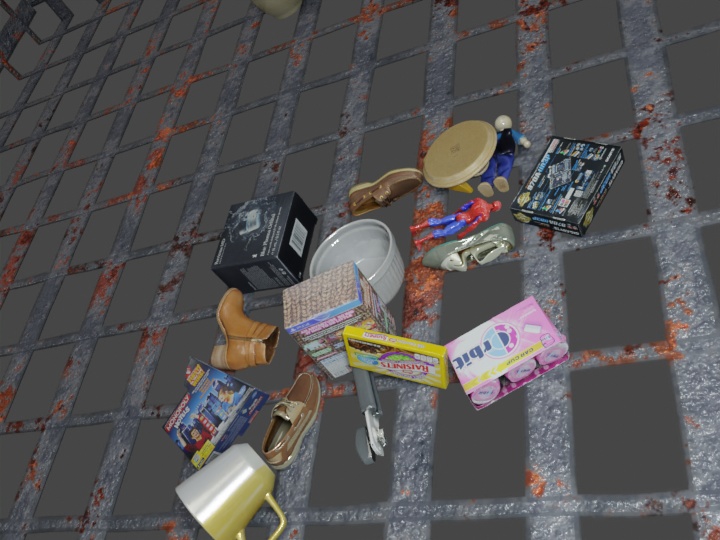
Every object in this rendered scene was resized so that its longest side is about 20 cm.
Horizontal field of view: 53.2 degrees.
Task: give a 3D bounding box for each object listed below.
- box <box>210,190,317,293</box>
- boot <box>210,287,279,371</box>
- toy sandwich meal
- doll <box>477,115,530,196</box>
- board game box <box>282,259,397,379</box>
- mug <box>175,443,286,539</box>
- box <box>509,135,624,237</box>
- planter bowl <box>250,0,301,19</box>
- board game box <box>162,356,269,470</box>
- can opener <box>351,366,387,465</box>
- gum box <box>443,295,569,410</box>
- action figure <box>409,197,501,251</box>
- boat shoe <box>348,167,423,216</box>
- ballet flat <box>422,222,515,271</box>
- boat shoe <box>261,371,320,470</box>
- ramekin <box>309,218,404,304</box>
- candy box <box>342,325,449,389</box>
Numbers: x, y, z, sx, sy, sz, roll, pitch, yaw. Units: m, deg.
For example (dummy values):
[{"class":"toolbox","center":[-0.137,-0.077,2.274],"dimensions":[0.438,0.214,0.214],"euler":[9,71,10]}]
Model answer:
[{"class":"box","center":[-0.229,-0.064,1.723],"dimensions":[0.197,0.118,0.199],"euler":[-9,52,28]},{"class":"boot","center":[-0.250,0.129,1.619],"dimensions":[0.152,0.074,0.204],"euler":[-8,64,28]},{"class":"toy sandwich meal","center":[0.222,-0.247,1.594],"dimensions":[0.203,0.070,0.208],"euler":[-25,43,25]},{"class":"doll","center":[0.310,-0.260,1.578],"dimensions":[0.135,0.048,0.203],"euler":[-15,49,38]},{"class":"board game box","center":[-0.036,0.102,1.411],"dimensions":[0.157,0.201,0.098],"euler":[-22,45,14]},{"class":"mug","center":[-0.231,0.425,1.356],"dimensions":[0.153,0.187,0.149],"euler":[-42,12,-17]},{"class":"box","center":[0.417,-0.174,1.448],"dimensions":[0.157,0.046,0.202],"euler":[18,68,40]},{"class":"planter bowl","center":[-0.275,-0.937,2.415],"dimensions":[0.197,0.135,0.203],"euler":[-17,50,20]},{"class":"board game box","center":[-0.323,0.286,1.532],"dimensions":[0.199,0.062,0.201],"euler":[34,87,36]},{"class":"can opener","center":[0.009,0.264,1.361],"dimensions":[0.066,0.053,0.202],"euler":[-22,47,15]},{"class":"gum box","center":[0.263,0.144,1.283],"dimensions":[0.198,0.066,0.114],"euler":[-31,45,8]},{"class":"action figure","center":[0.206,-0.103,1.526],"dimensions":[0.197,0.052,0.066],"euler":[-23,52,9]},{"class":"boat shoe","center":[0.059,-0.177,1.664],"dimensions":[0.197,0.072,0.069],"euler":[-17,53,28]},{"class":"ballet flat","center":[0.218,-0.034,1.453],"dimensions":[0.197,0.067,0.065],"euler":[-22,54,16]},{"class":"boat shoe","center":[-0.137,0.289,1.421],"dimensions":[0.075,0.072,0.203],"euler":[0,56,31]},{"class":"ramekin","center":[0.000,0.000,1.526],"dimensions":[0.197,0.105,0.202],"euler":[-19,43,19]},{"class":"candy box","center":[0.066,0.161,1.336],"dimensions":[0.197,0.103,0.027],"euler":[11,51,20]}]
